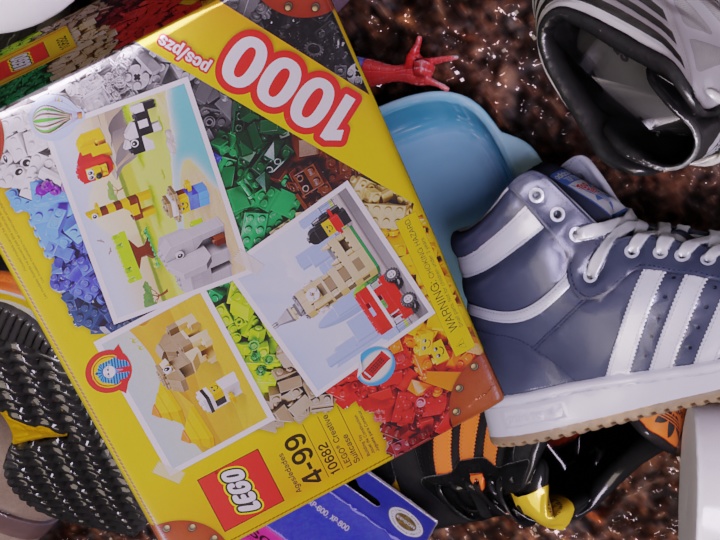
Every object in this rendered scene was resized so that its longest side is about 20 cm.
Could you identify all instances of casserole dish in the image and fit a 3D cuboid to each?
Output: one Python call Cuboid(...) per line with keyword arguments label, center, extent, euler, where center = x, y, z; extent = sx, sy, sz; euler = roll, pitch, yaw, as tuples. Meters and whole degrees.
Cuboid(label="casserole dish", center=(0.000, 0.000, 0.951), extent=(0.199, 0.039, 0.122), euler=(-25, 86, 19))

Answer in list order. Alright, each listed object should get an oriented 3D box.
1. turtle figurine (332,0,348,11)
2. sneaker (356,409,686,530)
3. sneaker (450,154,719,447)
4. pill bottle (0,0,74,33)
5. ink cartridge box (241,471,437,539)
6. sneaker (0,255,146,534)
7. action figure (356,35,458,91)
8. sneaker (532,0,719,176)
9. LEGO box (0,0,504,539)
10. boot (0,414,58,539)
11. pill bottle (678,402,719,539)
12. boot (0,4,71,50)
Cuboid(label="turtle figurine", center=(0.026, -0.181, 0.814), extent=(0.200, 0.101, 0.150), euler=(-33, 104, 28))
Cuboid(label="sneaker", center=(0.067, 0.084, 0.965), extent=(0.070, 0.090, 0.200), euler=(34, 129, -27))
Cuboid(label="sneaker", center=(0.127, -0.003, 0.849), extent=(0.199, 0.070, 0.109), euler=(-16, 91, 25))
Cuboid(label="pill bottle", center=(-0.169, -0.183, 0.844), extent=(0.200, 0.109, 0.110), euler=(58, 140, 38))
Cuboid(label="ink cartridge box", center=(-0.031, 0.152, 1.059), extent=(0.094, 0.037, 0.200), euler=(34, 142, 9))
Cuboid(label="sneaker", center=(-0.122, 0.042, 0.957), extent=(0.070, 0.090, 0.200), euler=(11, 148, 15))
Cuboid(label="action figure", center=(-0.028, -0.039, 0.897), extent=(0.099, 0.065, 0.201), euler=(9, 85, 42))
Cuboid(label="sneaker", center=(0.146, -0.051, 0.832), extent=(0.200, 0.116, 0.076), euler=(32, 128, -9))
Cuboid(label="LEGO box", center=(-0.054, -0.011, 0.820), extent=(0.148, 0.077, 0.201), euler=(-28, 116, -4))
Cuboid(label="boot", center=(-0.162, 0.095, 1.107), extent=(0.199, 0.070, 0.147), euler=(28, 134, 6))
Cuboid(label="pill bottle", center=(0.232, 0.098, 0.866), extent=(0.199, 0.111, 0.112), euler=(2, 122, 3))
Cuboid(label="boot", center=(-0.112, -0.066, 0.954), extent=(0.130, 0.068, 0.200), euler=(1, 141, -17))
